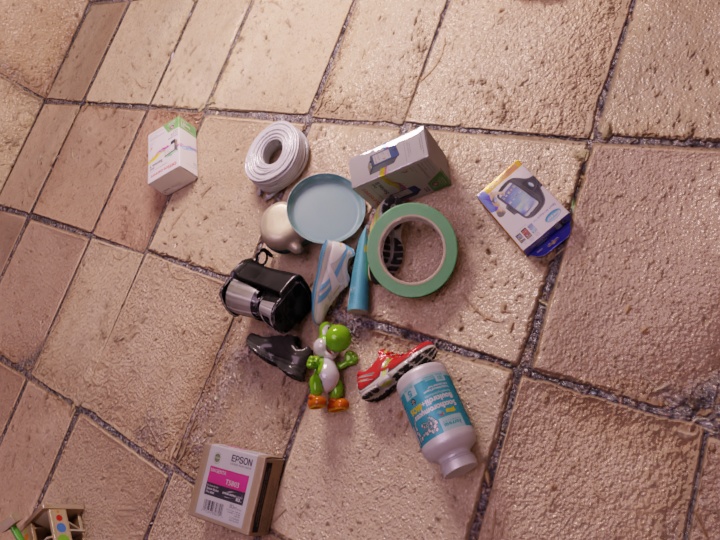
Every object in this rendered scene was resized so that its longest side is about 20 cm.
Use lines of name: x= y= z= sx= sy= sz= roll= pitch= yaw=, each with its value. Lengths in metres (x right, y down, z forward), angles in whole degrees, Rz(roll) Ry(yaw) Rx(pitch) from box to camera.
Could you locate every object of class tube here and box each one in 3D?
tube: x=0.000 y=0.000 z=1.362 sx=0.077 sy=0.049 sz=0.204 roll=134 pitch=142 yaw=-67

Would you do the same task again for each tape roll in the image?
tape roll: x=0.113 y=-0.043 z=1.265 sx=0.196 sy=0.048 sz=0.205 roll=-1 pitch=86 yaw=9

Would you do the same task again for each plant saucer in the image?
plant saucer: x=-0.086 y=-0.151 z=1.446 sx=0.195 sy=0.028 sz=0.204 roll=2 pitch=65 yaw=-3

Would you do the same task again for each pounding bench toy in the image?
pounding bench toy: x=-0.821 y=0.710 z=1.497 sx=0.124 sy=0.199 sz=0.157 roll=-43 pitch=54 yaw=9

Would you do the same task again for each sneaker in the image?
sneaker: x=0.054 y=-0.067 z=1.355 sx=0.090 sy=0.077 sz=0.204 roll=-174 pitch=97 yaw=-71
sneaker: x=-0.192 y=0.191 z=1.405 sx=0.198 sy=0.076 sz=0.092 roll=24 pitch=74 yaw=29
sneaker: x=0.069 y=0.197 z=1.231 sx=0.198 sy=0.077 sz=0.086 roll=-34 pitch=51 yaw=15
sneaker: x=-0.069 y=0.034 z=1.377 sx=0.077 sy=0.079 sz=0.204 roll=-135 pitch=59 yaw=-76

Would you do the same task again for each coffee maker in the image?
coffee maker: x=-0.222 y=0.042 z=1.436 sx=0.197 sy=0.134 sz=0.195 roll=14 pitch=78 yaw=34

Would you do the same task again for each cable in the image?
cable: x=-0.237 y=-0.320 z=1.631 sx=0.198 sy=0.069 sz=0.203 roll=-28 pitch=59 yaw=20

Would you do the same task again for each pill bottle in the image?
pill bottle: x=0.152 y=0.289 z=1.118 sx=0.110 sy=0.110 sz=0.202 roll=-34 pitch=57 yaw=15

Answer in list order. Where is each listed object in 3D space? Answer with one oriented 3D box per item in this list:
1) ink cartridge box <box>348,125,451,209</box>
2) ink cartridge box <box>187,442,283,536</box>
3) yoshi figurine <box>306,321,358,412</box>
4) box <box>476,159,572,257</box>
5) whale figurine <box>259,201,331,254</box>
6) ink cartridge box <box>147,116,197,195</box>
ink cartridge box: x=0.091 y=-0.228 z=1.343 sx=0.197 sy=0.145 sz=0.089 roll=-17 pitch=63 yaw=24
ink cartridge box: x=-0.286 y=0.495 z=1.330 sx=0.197 sy=0.075 sz=0.168 roll=0 pitch=72 yaw=32
yoshi figurine: x=-0.063 y=0.205 z=1.297 sx=0.110 sy=0.113 sz=0.204 roll=-6 pitch=65 yaw=12
box: x=0.344 y=-0.125 z=1.210 sx=0.119 sy=0.041 sz=0.201 roll=-41 pitch=53 yaw=12
whale figurine: x=-0.157 y=-0.107 z=1.494 sx=0.195 sy=0.104 sz=0.162 roll=-6 pitch=64 yaw=3
ink cartridge box: x=-0.604 y=-0.367 z=1.869 sx=0.143 sy=0.084 sz=0.204 roll=-22 pitch=61 yaw=23
